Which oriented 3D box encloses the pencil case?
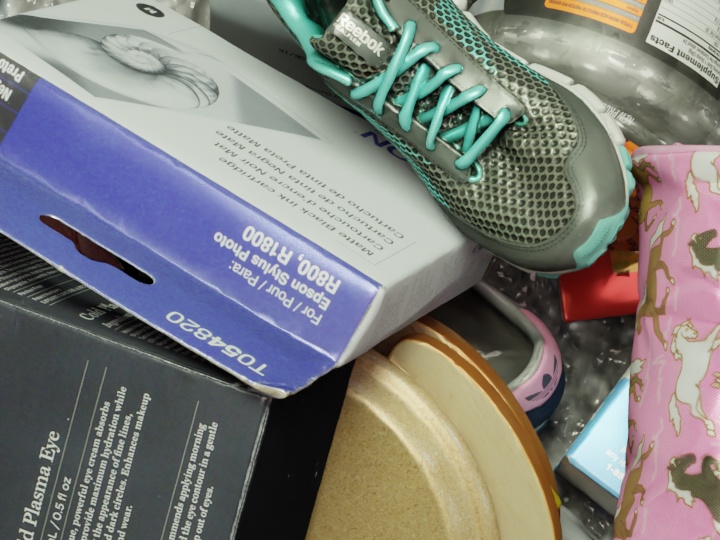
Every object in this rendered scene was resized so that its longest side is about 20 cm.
[{"bbox_3d":[0.132,0.050,1.114,0.086,0.083,0.201,4,83,25],"label":"pencil case"}]

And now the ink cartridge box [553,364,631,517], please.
[{"bbox_3d":[0.190,0.038,1.219,0.128,0.125,0.200,37,86,6],"label":"ink cartridge box"}]

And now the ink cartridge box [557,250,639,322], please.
[{"bbox_3d":[0.173,-0.078,1.306,0.199,0.045,0.177,-7,75,-6],"label":"ink cartridge box"}]

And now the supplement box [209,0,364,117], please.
[{"bbox_3d":[0.013,-0.179,1.291,0.101,0.103,0.201,18,73,2],"label":"supplement box"}]

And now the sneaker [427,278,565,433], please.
[{"bbox_3d":[0.000,0.000,1.252,0.200,0.082,0.070,28,75,3],"label":"sneaker"}]

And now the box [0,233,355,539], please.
[{"bbox_3d":[-0.123,0.101,1.145,0.182,0.104,0.201,19,103,14],"label":"box"}]

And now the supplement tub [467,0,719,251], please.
[{"bbox_3d":[0.114,-0.118,1.226,0.122,0.123,0.200,23,74,2],"label":"supplement tub"}]

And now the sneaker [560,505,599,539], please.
[{"bbox_3d":[0.109,0.172,1.198,0.075,0.115,0.200,-26,79,-11],"label":"sneaker"}]

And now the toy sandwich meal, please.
[{"bbox_3d":[-0.019,0.100,1.212,0.205,0.070,0.206,6,106,21],"label":"toy sandwich meal"}]

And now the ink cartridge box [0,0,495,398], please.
[{"bbox_3d":[-0.061,-0.038,1.148,0.199,0.200,0.041,30,113,13],"label":"ink cartridge box"}]

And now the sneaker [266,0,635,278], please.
[{"bbox_3d":[0.021,-0.071,1.134,0.200,0.091,0.078,47,109,33],"label":"sneaker"}]

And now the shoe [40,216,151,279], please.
[{"bbox_3d":[-0.133,-0.049,1.240,0.071,0.091,0.201,-12,76,-52],"label":"shoe"}]
